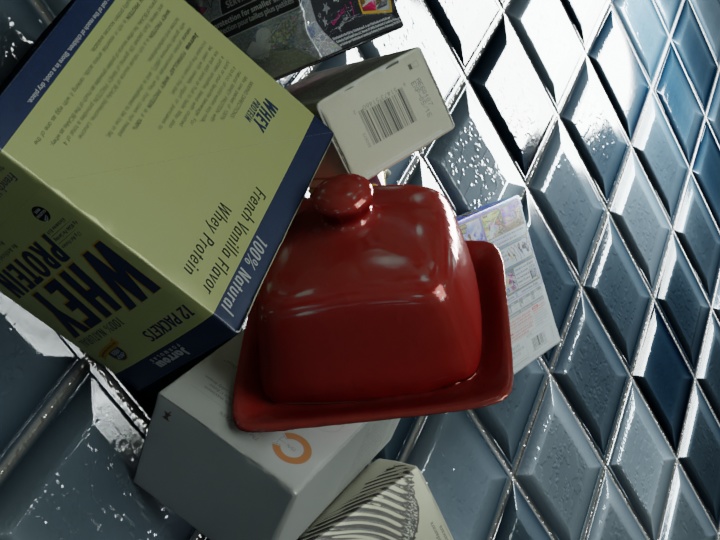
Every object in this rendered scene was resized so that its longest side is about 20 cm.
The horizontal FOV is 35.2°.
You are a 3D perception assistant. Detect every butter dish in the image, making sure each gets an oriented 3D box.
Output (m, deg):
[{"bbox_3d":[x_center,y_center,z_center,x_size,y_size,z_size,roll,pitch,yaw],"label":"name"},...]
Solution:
[{"bbox_3d":[0.000,0.000,0.808,0.200,0.199,0.148,-86,166,-55],"label":"butter dish"}]

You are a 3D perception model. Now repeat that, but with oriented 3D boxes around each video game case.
[{"bbox_3d":[0.140,0.025,1.258,0.200,0.045,0.182,-23,99,-54],"label":"video game case"}]

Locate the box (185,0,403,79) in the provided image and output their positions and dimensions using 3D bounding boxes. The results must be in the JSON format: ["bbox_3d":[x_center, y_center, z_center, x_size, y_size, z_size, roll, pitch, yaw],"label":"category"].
[{"bbox_3d":[-0.094,-0.199,0.884,0.132,0.200,0.115,-35,106,-52],"label":"box"}]

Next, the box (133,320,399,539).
[{"bbox_3d":[-0.057,0.114,0.876,0.124,0.098,0.200,33,36,15],"label":"box"}]

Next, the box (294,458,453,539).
[{"bbox_3d":[-0.030,0.232,0.877,0.200,0.068,0.082,-32,102,-26],"label":"box"}]

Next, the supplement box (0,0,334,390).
[{"bbox_3d":[-0.158,-0.067,0.777,0.200,0.134,0.200,39,49,-20],"label":"supplement box"}]

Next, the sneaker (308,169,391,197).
[{"bbox_3d":[-0.008,-0.035,1.055,0.090,0.075,0.200,33,55,-37],"label":"sneaker"}]

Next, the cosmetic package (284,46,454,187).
[{"bbox_3d":[-0.022,-0.122,0.938,0.103,0.200,0.073,-32,105,-20],"label":"cosmetic package"}]
